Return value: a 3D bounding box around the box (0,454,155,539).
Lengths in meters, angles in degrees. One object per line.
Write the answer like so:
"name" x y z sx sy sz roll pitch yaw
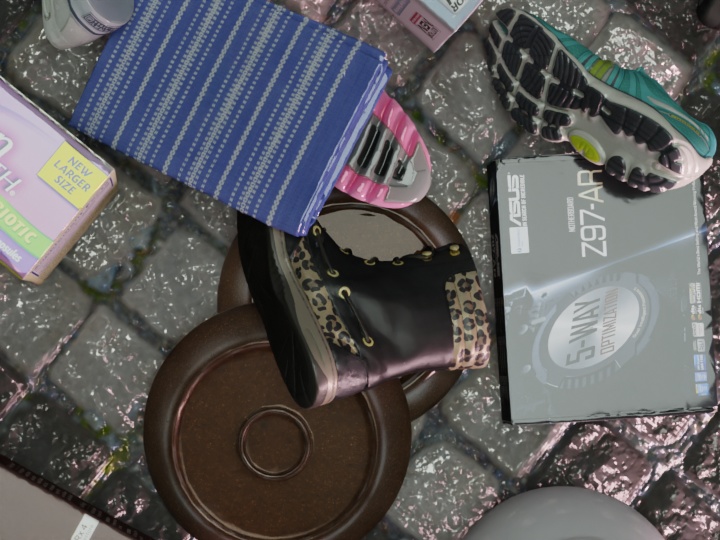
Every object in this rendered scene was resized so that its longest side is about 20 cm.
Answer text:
"box" -0.228 0.209 1.570 0.199 0.075 0.100 28 86 -2

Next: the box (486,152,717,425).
"box" 0.181 0.012 1.630 0.159 0.044 0.201 -2 88 -6

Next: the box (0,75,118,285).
"box" -0.266 -0.081 1.513 0.176 0.200 0.097 40 85 -3

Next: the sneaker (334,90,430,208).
"sneaker" -0.032 -0.107 1.585 0.200 0.095 0.079 33 83 11

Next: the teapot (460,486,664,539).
"teapot" 0.157 0.250 1.568 0.197 0.146 0.200 33 84 -4

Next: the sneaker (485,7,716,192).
"sneaker" 0.176 -0.127 1.612 0.200 0.080 0.078 39 129 20

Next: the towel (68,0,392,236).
"towel" -0.092 -0.125 1.539 0.199 0.024 0.145 26 88 15

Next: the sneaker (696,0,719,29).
"sneaker" 0.355 -0.232 1.642 0.115 0.075 0.200 43 84 -5

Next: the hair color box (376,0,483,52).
"hair color box" 0.004 -0.247 1.522 0.200 0.099 0.061 42 84 -3

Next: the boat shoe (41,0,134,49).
"boat shoe" -0.214 -0.249 1.587 0.086 0.074 0.203 -25 61 34

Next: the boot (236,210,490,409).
"boot" 0.000 0.000 1.565 0.150 0.073 0.201 -6 58 -22

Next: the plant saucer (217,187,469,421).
"plant saucer" -0.007 0.024 1.619 0.199 0.032 0.201 0 87 -5

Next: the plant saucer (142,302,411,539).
"plant saucer" -0.062 0.124 1.587 0.199 0.034 0.201 0 98 3
